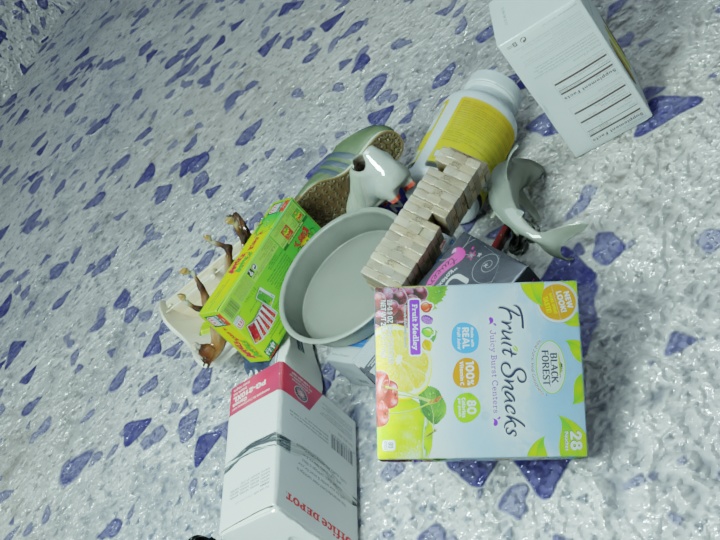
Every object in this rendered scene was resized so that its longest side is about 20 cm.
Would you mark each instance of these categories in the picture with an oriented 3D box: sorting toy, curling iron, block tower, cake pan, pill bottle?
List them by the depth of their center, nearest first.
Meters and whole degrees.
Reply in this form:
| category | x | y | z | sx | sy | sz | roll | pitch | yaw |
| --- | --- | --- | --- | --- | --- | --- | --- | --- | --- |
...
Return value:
| category | x | y | z | sx | sy | sz | roll | pitch | yaw |
| --- | --- | --- | --- | --- | --- | --- | --- | --- | --- |
| block tower | 0.075 | -0.051 | 1.123 | 0.058 | 0.054 | 0.201 | 27 | 77 | 23 |
| curling iron | 0.150 | 0.013 | 1.173 | 0.200 | 0.026 | 0.049 | -54 | 31 | -13 |
| cake pan | -0.014 | 0.012 | 1.216 | 0.199 | 0.037 | 0.201 | -24 | 45 | 25 |
| pill bottle | 0.144 | -0.170 | 1.301 | 0.112 | 0.112 | 0.201 | 2 | 55 | 48 |
| sorting toy | -0.185 | 0.059 | 1.396 | 0.200 | 0.107 | 0.180 | -38 | 27 | 10 |

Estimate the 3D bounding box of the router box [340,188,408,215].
| category | x | y | z | sx | sy | sz | roll | pitch | yaw |
| --- | --- | --- | --- | --- | --- | --- | --- | --- | --- |
| router box | -0.028 | -0.074 | 1.439 | 0.200 | 0.049 | 0.179 | -48 | 33 | -5 |

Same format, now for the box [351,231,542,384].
| category | x | y | z | sx | sy | sz | roll | pitch | yaw |
| --- | --- | --- | --- | --- | --- | --- | --- | --- | --- |
| box | 0.110 | 0.078 | 1.065 | 0.200 | 0.115 | 0.132 | -47 | 34 | -5 |

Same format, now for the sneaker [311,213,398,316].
| category | x | y | z | sx | sy | sz | roll | pitch | yaw |
| --- | --- | --- | --- | --- | --- | --- | --- | --- | --- |
| sneaker | 0.000 | 0.000 | 1.284 | 0.085 | 0.077 | 0.201 | -31 | 29 | 58 |

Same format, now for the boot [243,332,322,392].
| category | x | y | z | sx | sy | sz | roll | pitch | yaw |
| --- | --- | --- | --- | --- | --- | --- | --- | --- | --- |
| boot | -0.108 | 0.137 | 1.290 | 0.090 | 0.073 | 0.200 | -42 | 25 | 16 |

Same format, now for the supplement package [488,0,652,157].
| category | x | y | z | sx | sy | sz | roll | pitch | yaw |
| --- | --- | --- | --- | --- | --- | --- | --- | --- | --- |
| supplement package | 0.259 | -0.261 | 1.194 | 0.109 | 0.200 | 0.114 | -28 | 37 | 24 |

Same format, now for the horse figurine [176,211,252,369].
| category | x | y | z | sx | sy | sz | roll | pitch | yaw |
| --- | --- | --- | --- | --- | --- | --- | --- | --- | --- |
| horse figurine | -0.183 | 0.016 | 1.304 | 0.050 | 0.133 | 0.201 | 3 | 52 | 34 |

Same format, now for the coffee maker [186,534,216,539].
| category | x | y | z | sx | sy | sz | roll | pitch | yaw |
| --- | --- | --- | --- | --- | --- | --- | --- | --- | --- |
| coffee maker | -0.223 | 0.420 | 1.066 | 0.199 | 0.135 | 0.193 | -34 | 58 | 18 |

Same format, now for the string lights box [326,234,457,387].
| category | x | y | z | sx | sy | sz | roll | pitch | yaw |
| --- | --- | --- | --- | --- | --- | --- | --- | --- | --- |
| string lights box | 0.052 | 0.049 | 1.210 | 0.102 | 0.059 | 0.201 | 2 | 55 | 48 |

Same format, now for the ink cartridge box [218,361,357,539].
| category | x | y | z | sx | sy | sz | roll | pitch | yaw |
| --- | --- | --- | --- | --- | --- | --- | --- | --- | --- |
| ink cartridge box | -0.076 | 0.227 | 1.076 | 0.084 | 0.145 | 0.201 | -30 | 36 | 23 |

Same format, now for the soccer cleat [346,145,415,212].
| category | x | y | z | sx | sy | sz | roll | pitch | yaw |
| --- | --- | --- | --- | --- | --- | --- | --- | --- | --- |
| soccer cleat | 0.014 | -0.117 | 1.273 | 0.069 | 0.078 | 0.200 | -44 | 4 | -16 |

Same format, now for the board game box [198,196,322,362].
| category | x | y | z | sx | sy | sz | roll | pitch | yaw |
| --- | --- | --- | --- | --- | --- | --- | --- | --- | --- |
| board game box | -0.119 | 0.011 | 1.289 | 0.047 | 0.102 | 0.201 | -10 | 41 | 49 |

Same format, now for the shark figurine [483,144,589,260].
| category | x | y | z | sx | sy | sz | roll | pitch | yaw |
| --- | --- | --- | --- | --- | --- | --- | --- | --- | --- |
| shark figurine | 0.189 | -0.099 | 1.150 | 0.215 | 0.127 | 0.090 | -97 | 18 | -56 |

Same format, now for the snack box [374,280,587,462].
| category | x | y | z | sx | sy | sz | roll | pitch | yaw |
| --- | --- | --- | --- | --- | --- | --- | --- | --- | --- |
| snack box | 0.114 | 0.100 | 0.942 | 0.198 | 0.068 | 0.170 | -3 | 77 | 4 |

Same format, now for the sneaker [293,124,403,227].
| category | x | y | z | sx | sy | sz | roll | pitch | yaw |
| --- | --- | --- | --- | --- | --- | --- | --- | --- | --- |
| sneaker | -0.026 | -0.140 | 1.413 | 0.200 | 0.067 | 0.090 | -40 | 26 | 6 |
